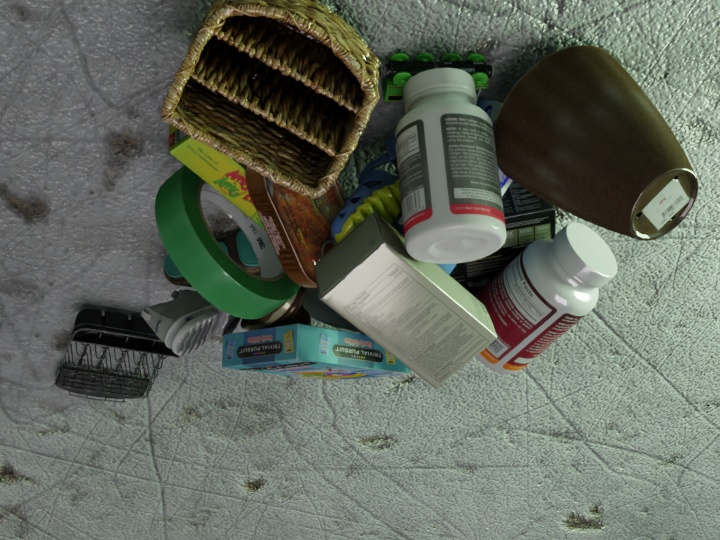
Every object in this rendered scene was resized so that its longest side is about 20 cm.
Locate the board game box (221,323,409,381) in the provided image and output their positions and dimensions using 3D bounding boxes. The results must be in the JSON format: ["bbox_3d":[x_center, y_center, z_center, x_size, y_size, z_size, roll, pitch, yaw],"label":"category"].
[{"bbox_3d":[-0.057,0.111,1.524,0.200,0.047,0.151,12,164,-42],"label":"board game box"}]

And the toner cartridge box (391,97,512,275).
[{"bbox_3d":[0.122,-0.098,1.380,0.200,0.043,0.095,-56,139,-14],"label":"toner cartridge box"}]

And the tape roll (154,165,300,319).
[{"bbox_3d":[-0.153,-0.040,1.373,0.048,0.201,0.200,-35,132,26],"label":"tape roll"}]

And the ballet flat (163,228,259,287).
[{"bbox_3d":[-0.156,-0.015,1.511,0.200,0.068,0.072,-16,158,8],"label":"ballet flat"}]

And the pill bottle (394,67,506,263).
[{"bbox_3d":[0.096,-0.117,1.277,0.111,0.200,0.111,-4,160,-1],"label":"pill bottle"}]

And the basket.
[{"bbox_3d":[-0.083,-0.198,1.215,0.200,0.149,0.143,29,128,-14],"label":"basket"}]

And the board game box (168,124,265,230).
[{"bbox_3d":[-0.140,-0.127,1.351,0.048,0.102,0.200,-29,135,22],"label":"board game box"}]

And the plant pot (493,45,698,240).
[{"bbox_3d":[0.283,-0.127,1.313,0.187,0.200,0.187,-19,134,-21],"label":"plant pot"}]

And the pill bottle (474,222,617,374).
[{"bbox_3d":[0.224,0.034,1.459,0.113,0.113,0.200,21,130,-30],"label":"pill bottle"}]

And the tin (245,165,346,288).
[{"bbox_3d":[-0.066,-0.071,1.339,0.042,0.112,0.200,1,123,44],"label":"tin"}]

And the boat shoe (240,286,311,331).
[{"bbox_3d":[-0.096,0.052,1.522,0.075,0.075,0.202,26,166,-13],"label":"boat shoe"}]

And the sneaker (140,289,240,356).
[{"bbox_3d":[-0.206,0.045,1.512,0.082,0.200,0.075,35,111,14],"label":"sneaker"}]

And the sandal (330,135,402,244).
[{"bbox_3d":[0.030,-0.097,1.378,0.200,0.087,0.080,-44,136,-29],"label":"sandal"}]

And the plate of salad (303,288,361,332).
[{"bbox_3d":[-0.023,0.033,1.567,0.200,0.048,0.200,16,157,7],"label":"plate of salad"}]

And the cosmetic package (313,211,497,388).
[{"bbox_3d":[0.052,0.036,1.330,0.105,0.071,0.200,-40,120,16],"label":"cosmetic package"}]

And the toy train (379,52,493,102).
[{"bbox_3d":[0.053,-0.220,1.331,0.200,0.042,0.056,-1,148,-9],"label":"toy train"}]

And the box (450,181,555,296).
[{"bbox_3d":[0.149,-0.038,1.515,0.200,0.086,0.164,-11,139,1],"label":"box"}]

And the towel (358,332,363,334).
[{"bbox_3d":[0.056,0.100,1.616,0.145,0.024,0.200,4,167,-30],"label":"towel"}]

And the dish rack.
[{"bbox_3d":[-0.351,0.134,1.644,0.153,0.055,0.200,12,135,-21],"label":"dish rack"}]
